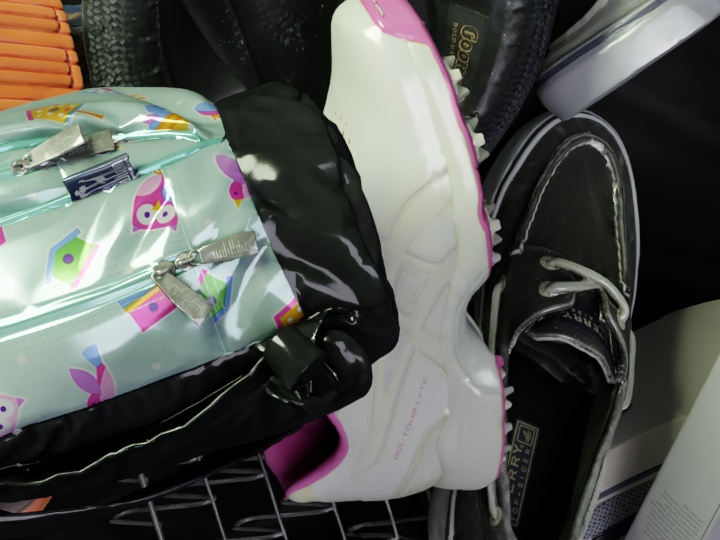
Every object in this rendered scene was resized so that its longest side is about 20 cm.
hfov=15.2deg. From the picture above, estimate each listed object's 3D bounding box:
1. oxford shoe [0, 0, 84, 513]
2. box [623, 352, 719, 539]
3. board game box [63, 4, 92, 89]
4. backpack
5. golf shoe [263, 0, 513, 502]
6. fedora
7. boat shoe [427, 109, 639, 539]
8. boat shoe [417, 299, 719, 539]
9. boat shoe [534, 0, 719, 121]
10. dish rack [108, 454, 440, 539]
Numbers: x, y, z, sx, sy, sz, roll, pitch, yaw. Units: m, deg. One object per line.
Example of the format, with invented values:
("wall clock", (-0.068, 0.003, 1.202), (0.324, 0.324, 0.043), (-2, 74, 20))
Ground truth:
("oxford shoe", (-0.139, -0.011, 0.936), (0.071, 0.073, 0.201), (6, 85, -23))
("box", (0.168, 0.094, 1.093), (0.144, 0.036, 0.200), (-16, 141, -39))
("board game box", (-0.183, -0.023, 0.966), (0.199, 0.035, 0.136), (-4, 108, -23))
("backpack", (-0.097, 0.012, 0.838), (0.199, 0.167, 0.127), (-16, 81, -5))
("golf shoe", (0.000, 0.000, 0.941), (0.091, 0.075, 0.201), (-15, 119, -14))
("fedora", (-0.025, -0.111, 0.973), (0.200, 0.092, 0.201), (-11, 119, -21))
("boat shoe", (0.078, 0.027, 1.040), (0.070, 0.064, 0.201), (16, 71, -18))
("boat shoe", (0.118, 0.086, 1.124), (0.199, 0.075, 0.093), (-22, 128, -14))
("boat shoe", (0.135, -0.143, 1.059), (0.200, 0.071, 0.070), (-41, 91, -3))
("dish rack", (-0.042, 0.062, 1.015), (0.153, 0.054, 0.201), (-23, 100, -43))
